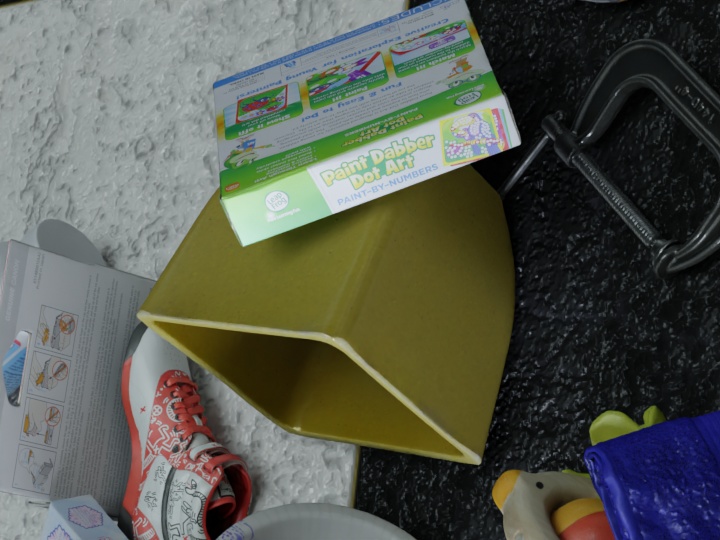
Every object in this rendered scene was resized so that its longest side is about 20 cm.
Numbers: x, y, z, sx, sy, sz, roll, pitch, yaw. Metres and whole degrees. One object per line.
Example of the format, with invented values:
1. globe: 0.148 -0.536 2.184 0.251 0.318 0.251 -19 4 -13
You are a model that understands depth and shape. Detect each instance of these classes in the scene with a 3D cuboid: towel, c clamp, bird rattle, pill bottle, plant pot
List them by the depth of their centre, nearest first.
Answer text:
1. towel: 0.248 0.138 1.153 0.200 0.050 0.148 -16 60 -8
2. bird rattle: 0.163 0.188 1.216 0.113 0.163 0.200 -56 37 35
3. c clamp: 0.193 -0.068 1.350 0.200 0.027 0.171 48 117 42
4. plant pot: 0.000 0.000 1.394 0.194 0.196 0.200 5 63 41
5. pill bottle: -0.315 0.045 1.688 0.200 0.109 0.109 -38 55 24

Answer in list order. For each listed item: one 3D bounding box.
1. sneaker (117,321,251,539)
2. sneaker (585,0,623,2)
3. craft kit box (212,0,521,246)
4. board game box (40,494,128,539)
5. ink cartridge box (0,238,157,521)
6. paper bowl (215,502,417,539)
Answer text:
1. sneaker: -0.134 0.134 1.536 0.108 0.067 0.202 -6 75 37
2. sneaker: 0.195 -0.283 1.399 0.077 0.078 0.200 25 96 29
3. craft kit box: -0.002 -0.110 1.342 0.200 0.049 0.198 -20 26 5
4. board game box: -0.198 0.313 1.500 0.199 0.041 0.200 40 123 40
5. ink cartridge box: -0.238 0.091 1.560 0.045 0.176 0.200 -6 72 45
6. paper bowl: -0.029 0.267 1.328 0.201 0.200 0.104 59 148 35
